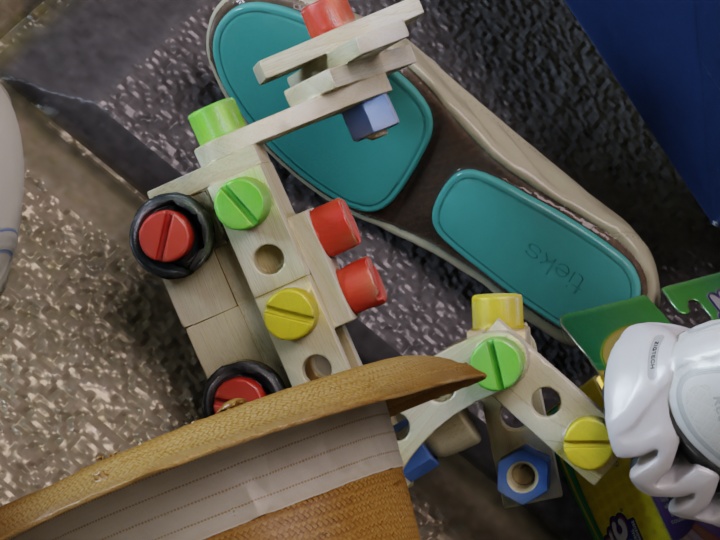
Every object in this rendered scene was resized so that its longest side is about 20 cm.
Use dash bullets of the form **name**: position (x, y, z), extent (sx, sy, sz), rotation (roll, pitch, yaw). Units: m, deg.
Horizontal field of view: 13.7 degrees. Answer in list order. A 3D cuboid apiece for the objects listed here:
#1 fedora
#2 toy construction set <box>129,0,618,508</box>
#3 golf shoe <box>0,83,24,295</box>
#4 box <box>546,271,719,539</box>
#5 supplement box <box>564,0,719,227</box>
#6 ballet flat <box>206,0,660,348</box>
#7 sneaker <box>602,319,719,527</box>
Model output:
- **fedora**: position (-0.043, 0.093, 0.905), extent (0.200, 0.201, 0.082), rotation (-16, 81, -36)
- **toy construction set**: position (0.000, 0.000, 1.032), extent (0.131, 0.092, 0.200), rotation (-23, 76, 9)
- **golf shoe**: position (-0.150, -0.011, 0.980), extent (0.078, 0.097, 0.200), rotation (25, 47, -8)
- **box**: position (0.146, 0.098, 1.081), extent (0.117, 0.048, 0.200), rotation (-13, 73, -35)
- **supplement box**: position (0.183, -0.154, 1.128), extent (0.200, 0.134, 0.200), rotation (-18, 66, -32)
- **ballet flat**: position (0.030, -0.042, 1.130), extent (0.200, 0.069, 0.069), rotation (39, 48, -1)
- **sneaker**: position (0.173, 0.074, 1.015), extent (0.200, 0.081, 0.075), rotation (33, 49, -33)
